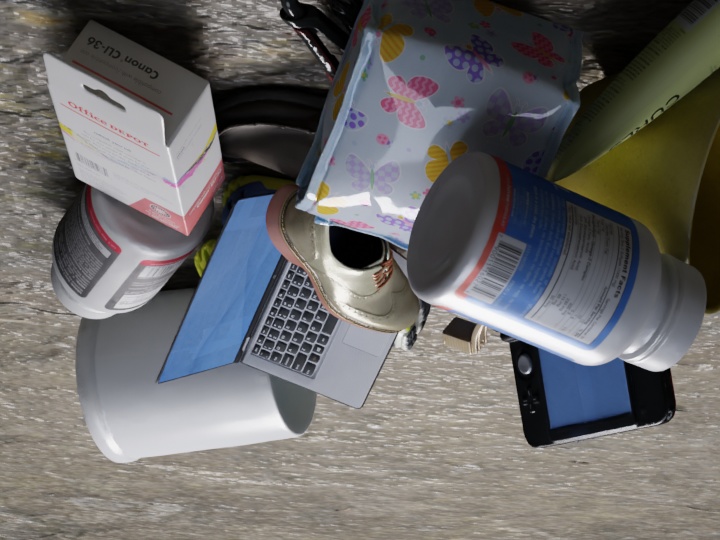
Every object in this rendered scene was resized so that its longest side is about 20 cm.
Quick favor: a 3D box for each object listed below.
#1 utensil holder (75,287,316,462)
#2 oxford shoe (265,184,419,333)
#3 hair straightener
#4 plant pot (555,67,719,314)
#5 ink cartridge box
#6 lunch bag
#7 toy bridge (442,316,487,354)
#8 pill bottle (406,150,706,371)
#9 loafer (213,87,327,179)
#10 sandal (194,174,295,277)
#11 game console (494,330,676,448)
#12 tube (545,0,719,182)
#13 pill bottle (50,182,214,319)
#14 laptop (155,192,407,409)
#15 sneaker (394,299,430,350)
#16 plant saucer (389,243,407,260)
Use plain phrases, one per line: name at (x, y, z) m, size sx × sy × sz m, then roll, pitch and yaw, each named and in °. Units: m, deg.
utensil holder at (-0.160, 0.098, 1.900) m, size 0.198 × 0.172 × 0.170 m, roll -7°, pitch 153°, yaw 17°
oxford shoe at (0.000, 0.000, 1.615) m, size 0.073 × 0.071 × 0.200 m, roll 10°, pitch 159°, yaw 42°
hair straightener at (-0.003, -0.182, 1.458) m, size 0.076 × 0.041 × 0.200 m, roll -27°, pitch 141°, yaw 11°
plant pot at (0.234, -0.082, 1.485) m, size 0.141 × 0.201 × 0.200 m, roll 18°, pitch 163°, yaw 28°
ink cartridge box at (-0.177, -0.120, 1.507) m, size 0.116 × 0.068 × 0.200 m, roll 28°, pitch 159°, yaw 12°
lunch bag at (0.054, -0.103, 1.410) m, size 0.168 × 0.128 × 0.201 m, roll 17°, pitch 127°, yaw -5°
toy bridge at (0.097, -0.008, 1.686) m, size 0.067 × 0.027 × 0.201 m, roll 19°, pitch 135°, yaw 31°
pill bottle at (0.142, 0.001, 1.345) m, size 0.199 × 0.113 × 0.112 m, roll 22°, pitch 149°, yaw -23°
loafer at (-0.039, -0.104, 1.569) m, size 0.198 × 0.072 × 0.073 m, roll -1°, pitch 155°, yaw 7°
sandal at (-0.101, -0.014, 1.743) m, size 0.079 × 0.088 × 0.200 m, roll 9°, pitch 146°, yaw -13°
game console at (0.168, 0.070, 1.720) m, size 0.118 × 0.174 × 0.199 m, roll -3°, pitch 170°, yaw -36°
tube at (0.206, -0.130, 1.385) m, size 0.200 × 0.052 × 0.058 m, roll -41°, pitch 145°, yaw 3°
pill bottle at (-0.213, -0.028, 1.702) m, size 0.110 × 0.112 × 0.200 m, roll 13°, pitch 153°, yaw -21°
laptop at (-0.051, 0.034, 1.676) m, size 0.198 × 0.116 × 0.188 m, roll 22°, pitch 111°, yaw -10°
sneaker at (0.018, 0.011, 1.808) m, size 0.079 × 0.078 × 0.201 m, roll 19°, pitch 150°, yaw 14°
plant saucer at (0.084, -0.010, 1.581) m, size 0.199 × 0.030 × 0.200 m, roll 32°, pitch 174°, yaw 4°
